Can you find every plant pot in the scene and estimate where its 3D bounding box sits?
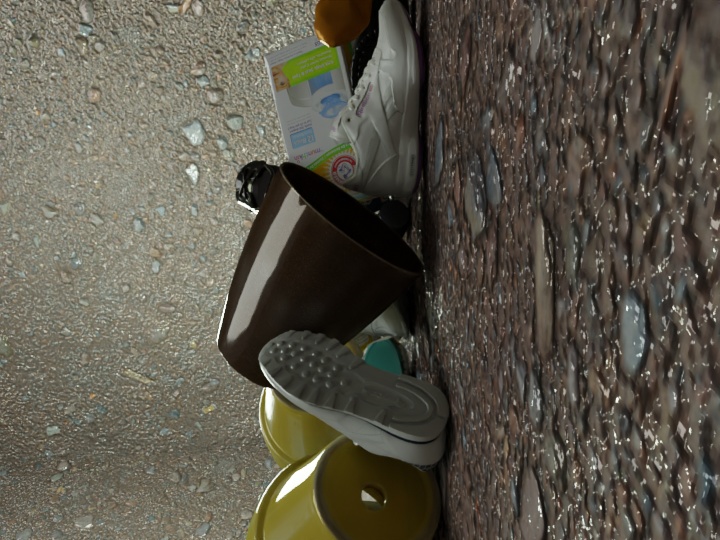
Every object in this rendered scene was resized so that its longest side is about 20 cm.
[{"bbox_3d":[-0.010,0.265,0.723,0.190,0.197,0.203,113,159,-47],"label":"plant pot"},{"bbox_3d":[-0.054,0.178,0.992,0.190,0.197,0.203,82,-176,-56],"label":"plant pot"},{"bbox_3d":[-0.063,0.022,0.759,0.201,0.186,0.187,-54,14,14],"label":"plant pot"}]

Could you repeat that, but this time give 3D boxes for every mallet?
[{"bbox_3d":[0.000,0.000,0.847,0.201,0.041,0.066,-56,-6,-25],"label":"mallet"}]

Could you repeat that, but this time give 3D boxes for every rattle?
[{"bbox_3d":[0.001,-0.338,0.651,0.143,0.130,0.201,-50,-2,-43],"label":"rattle"}]

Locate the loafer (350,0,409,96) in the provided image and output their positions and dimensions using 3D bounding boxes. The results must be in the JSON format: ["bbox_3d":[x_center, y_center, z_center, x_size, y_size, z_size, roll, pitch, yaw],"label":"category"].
[{"bbox_3d":[0.030,-0.272,0.810,0.071,0.072,0.203,-67,-18,-73],"label":"loafer"}]

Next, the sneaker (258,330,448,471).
[{"bbox_3d":[-0.012,0.125,0.661,0.077,0.198,0.081,-49,-28,-34],"label":"sneaker"}]

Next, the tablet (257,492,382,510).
[{"bbox_3d":[-0.023,0.325,0.806,0.014,0.197,0.132,116,158,-47],"label":"tablet"}]

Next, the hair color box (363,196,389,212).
[{"bbox_3d":[-0.046,-0.093,1.036,0.199,0.099,0.061,-32,-70,-54],"label":"hair color box"}]

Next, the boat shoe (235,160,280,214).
[{"bbox_3d":[-0.126,-0.100,0.879,0.200,0.064,0.074,-153,80,-75],"label":"boat shoe"}]

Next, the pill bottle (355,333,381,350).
[{"bbox_3d":[-0.025,0.095,1.191,0.112,0.109,0.202,-96,-6,-59],"label":"pill bottle"}]

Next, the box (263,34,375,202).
[{"bbox_3d":[-0.031,-0.184,0.891,0.101,0.111,0.203,-14,-89,-64],"label":"box"}]

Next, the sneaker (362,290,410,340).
[{"bbox_3d":[0.019,0.055,0.905,0.200,0.086,0.076,103,167,-73],"label":"sneaker"}]

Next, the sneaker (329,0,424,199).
[{"bbox_3d":[0.017,-0.176,0.726,0.075,0.098,0.204,-100,10,-84],"label":"sneaker"}]

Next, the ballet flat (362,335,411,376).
[{"bbox_3d":[0.035,0.177,0.890,0.072,0.070,0.204,-111,20,-81],"label":"ballet flat"}]
